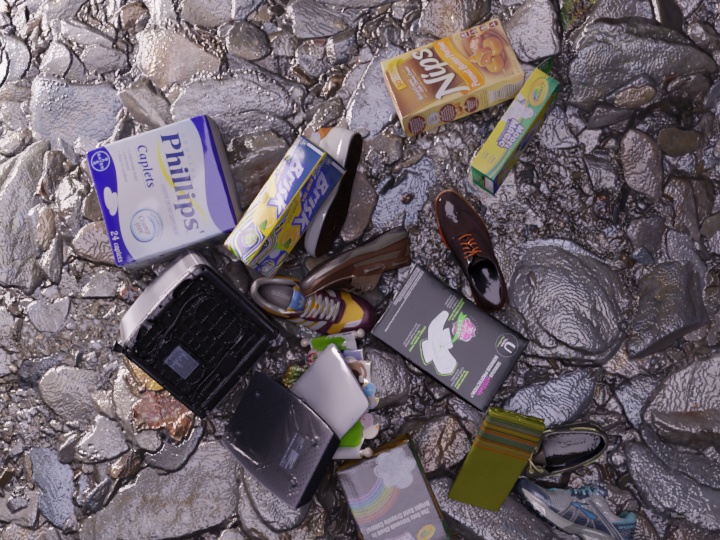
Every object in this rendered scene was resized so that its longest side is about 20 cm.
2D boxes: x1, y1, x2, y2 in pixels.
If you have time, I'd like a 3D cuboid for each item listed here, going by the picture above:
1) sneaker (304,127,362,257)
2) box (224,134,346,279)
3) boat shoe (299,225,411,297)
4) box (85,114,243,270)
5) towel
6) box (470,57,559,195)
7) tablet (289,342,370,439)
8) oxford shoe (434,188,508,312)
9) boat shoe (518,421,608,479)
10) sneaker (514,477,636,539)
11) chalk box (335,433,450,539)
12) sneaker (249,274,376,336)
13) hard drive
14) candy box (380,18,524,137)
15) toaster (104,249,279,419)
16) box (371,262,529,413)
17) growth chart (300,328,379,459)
[{"bbox_3d":[-0.061,-0.123,1.615,0.083,0.073,0.204,15,86,24],"label":"sneaker"},{"bbox_3d":[-0.110,-0.094,1.544,0.064,0.070,0.202,36,92,35],"label":"box"},{"bbox_3d":[0.000,0.000,1.565,0.198,0.075,0.073,-26,95,-25],"label":"boat shoe"},{"bbox_3d":[-0.294,-0.118,1.601,0.196,0.105,0.188,-17,86,1],"label":"box"},{"bbox_3d":[0.195,0.276,1.521,0.084,0.018,0.202,17,129,-3],"label":"towel"},{"bbox_3d":[0.239,-0.217,1.572,0.048,0.117,0.202,32,88,10],"label":"box"},{"bbox_3d":[-0.077,0.220,1.552,0.200,0.014,0.131,-47,50,16],"label":"tablet"},{"bbox_3d":[0.172,-0.035,1.584,0.070,0.073,0.203,-28,85,1],"label":"oxford shoe"},{"bbox_3d":[0.273,0.272,1.562,0.198,0.060,0.074,-15,87,2],"label":"boat shoe"},{"bbox_3d":[0.321,0.351,1.554,0.198,0.078,0.087,31,82,-6],"label":"sneaker"},{"bbox_3d":[0.057,0.361,1.539,0.122,0.124,0.203,-22,86,0],"label":"chalk box"},{"bbox_3d":[-0.073,0.056,1.583,0.196,0.090,0.077,11,86,4],"label":"sneaker"},{"bbox_3d":[-0.116,0.248,1.537,0.199,0.042,0.137,30,94,43],"label":"hard drive"},{"bbox_3d":[0.141,-0.295,1.596,0.196,0.056,0.117,-20,61,1],"label":"candy box"},{"bbox_3d":[-0.251,0.088,1.552,0.181,0.119,0.200,-48,114,-2],"label":"toaster"},{"bbox_3d":[0.129,0.101,1.539,0.198,0.149,0.125,35,87,5],"label":"box"},{"bbox_3d":[-0.032,0.184,1.548,0.143,0.018,0.204,-18,63,35],"label":"growth chart"}]
